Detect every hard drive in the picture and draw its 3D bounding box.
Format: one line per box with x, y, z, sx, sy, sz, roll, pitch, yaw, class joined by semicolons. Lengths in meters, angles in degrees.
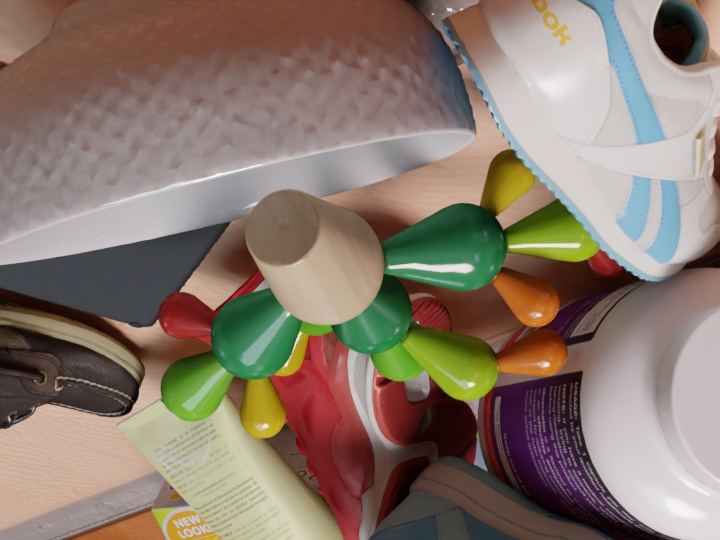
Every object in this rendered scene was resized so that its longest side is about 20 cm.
-0.162;-0.038;1.084;0.199;0.033;0.140;17;149;-16;hard drive

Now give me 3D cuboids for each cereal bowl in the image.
-0.061;-0.064;0.925;0.199;0.084;0.200;-15;177;-1;cereal bowl

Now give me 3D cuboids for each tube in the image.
-0.032;0.134;1.229;0.200;0.058;0.052;48;-178;-11;tube

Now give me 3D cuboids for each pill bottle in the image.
0.129;0.060;1.054;0.112;0.113;0.200;15;170;-14;pill bottle

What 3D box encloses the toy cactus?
0.000;0.000;0.981;0.198;0.103;0.165;-12;159;15;toy cactus

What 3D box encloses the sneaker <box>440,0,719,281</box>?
0.107;-0.059;0.940;0.081;0.077;0.200;-34;151;12;sneaker

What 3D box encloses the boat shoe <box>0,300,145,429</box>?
-0.187;0.048;1.186;0.073;0.065;0.199;-14;155;43;boat shoe

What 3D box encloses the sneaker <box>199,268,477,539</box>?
-0.012;0.059;1.163;0.115;0.078;0.201;30;143;26;sneaker

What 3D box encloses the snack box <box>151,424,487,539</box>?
0.004;0.173;1.317;0.167;0.068;0.201;-7;124;24;snack box

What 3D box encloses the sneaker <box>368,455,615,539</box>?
0.053;0.165;1.055;0.200;0.130;0.080;23;148;56;sneaker
